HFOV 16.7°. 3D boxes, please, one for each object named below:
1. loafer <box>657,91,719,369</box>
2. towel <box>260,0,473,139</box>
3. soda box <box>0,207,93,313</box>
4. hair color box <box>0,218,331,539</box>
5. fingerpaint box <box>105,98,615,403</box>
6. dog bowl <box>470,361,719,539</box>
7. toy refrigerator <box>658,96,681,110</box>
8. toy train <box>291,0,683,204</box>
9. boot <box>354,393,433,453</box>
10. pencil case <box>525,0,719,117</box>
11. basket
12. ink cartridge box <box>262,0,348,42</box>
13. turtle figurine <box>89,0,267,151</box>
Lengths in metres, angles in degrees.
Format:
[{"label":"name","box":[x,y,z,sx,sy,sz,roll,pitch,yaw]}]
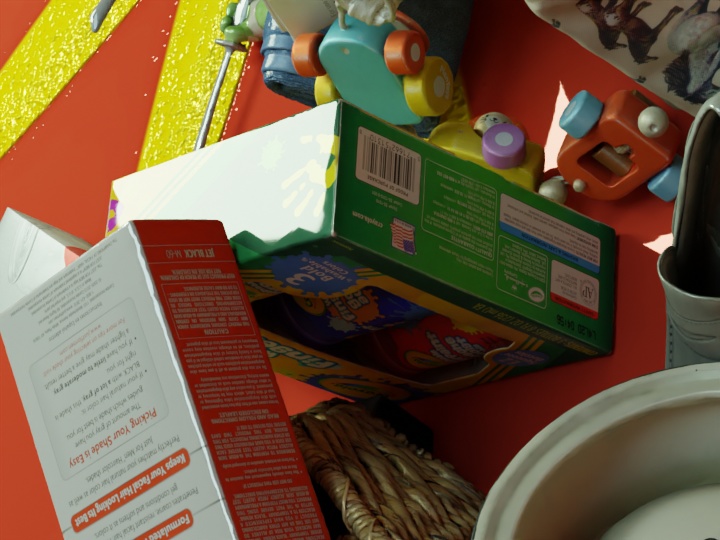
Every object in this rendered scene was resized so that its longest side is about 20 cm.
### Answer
[{"label":"loafer","box":[0.160,0.004,1.090,0.070,0.070,0.200,34,128,45]},{"label":"towel","box":[0.015,-0.182,1.356,0.049,0.111,0.200,164,121,-74]},{"label":"soda box","box":[-0.160,0.030,1.481,0.200,0.063,0.068,31,95,50]},{"label":"hair color box","box":[-0.086,0.089,1.117,0.111,0.064,0.200,-32,69,39]},{"label":"fingerpaint box","box":[0.000,0.000,1.215,0.167,0.200,0.074,-16,62,42]},{"label":"dog bowl","box":[0.149,0.135,1.027,0.200,0.074,0.200,-12,41,11]},{"label":"toy refrigerator","box":[0.115,-0.168,1.165,0.076,0.200,0.070,-32,38,34]},{"label":"toy train","box":[0.067,-0.092,1.233,0.150,0.200,0.056,-46,14,56]},{"label":"boot","box":[-0.054,0.161,1.310,0.200,0.066,0.165,-12,65,39]},{"label":"pencil case","box":[0.153,-0.117,1.102,0.089,0.200,0.078,-30,38,47]},{"label":"basket","box":[-0.046,0.170,1.174,0.143,0.149,0.200,36,110,12]},{"label":"ink cartridge box","box":[0.017,-0.231,1.257,0.200,0.083,0.145,-26,51,10]},{"label":"turtle figurine","box":[-0.087,-0.198,1.451,0.200,0.144,0.194,-34,47,28]}]
